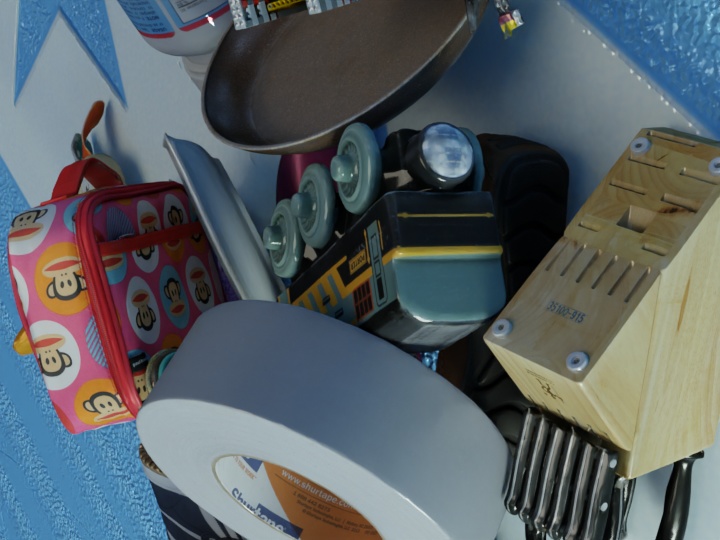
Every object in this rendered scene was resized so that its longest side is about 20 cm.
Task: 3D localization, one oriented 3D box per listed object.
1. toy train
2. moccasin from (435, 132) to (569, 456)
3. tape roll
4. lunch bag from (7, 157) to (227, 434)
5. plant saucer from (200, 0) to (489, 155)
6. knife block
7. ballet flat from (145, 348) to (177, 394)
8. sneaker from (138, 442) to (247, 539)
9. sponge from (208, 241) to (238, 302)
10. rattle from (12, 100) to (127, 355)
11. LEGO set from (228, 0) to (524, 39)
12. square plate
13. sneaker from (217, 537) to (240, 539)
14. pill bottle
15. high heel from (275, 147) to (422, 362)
[{"bbox_3d":[0.008,-0.003,0.639,0.200,0.085,0.114,141,126,-60],"label":"toy train"},{"bbox_3d":[0.069,0.024,0.674,0.078,0.074,0.202,-151,56,-62],"label":"moccasin"},{"bbox_3d":[-0.019,0.103,0.646,0.200,0.066,0.200,23,151,14],"label":"tape roll"},{"bbox_3d":[-0.163,0.008,0.825,0.082,0.200,0.176,-15,94,14],"label":"lunch bag"},{"bbox_3d":[-0.004,-0.137,0.681,0.200,0.032,0.200,-23,41,22],"label":"plant saucer"},{"bbox_3d":[0.145,0.054,0.603,0.064,0.176,0.200,25,72,46],"label":"knife block"},{"bbox_3d":[-0.068,0.120,0.786,0.071,0.200,0.071,-42,28,30],"label":"ballet flat"},{"bbox_3d":[-0.080,0.196,0.906,0.200,0.070,0.109,21,133,31],"label":"sneaker"},{"bbox_3d":[-0.134,0.035,0.970,0.111,0.030,0.200,14,107,49],"label":"sponge"},{"bbox_3d":[-0.259,-0.039,1.032,0.130,0.143,0.200,-20,87,71],"label":"rattle"},{"bbox_3d":[0.001,-0.191,0.570,0.200,0.116,0.154,8,116,36],"label":"LEGO set"},{"bbox_3d":[-0.075,-0.001,0.792,0.200,0.028,0.198,64,174,-8],"label":"square plate"},{"bbox_3d":[-0.105,0.251,0.859,0.200,0.072,0.083,-35,26,55],"label":"sneaker"},{"bbox_3d":[-0.117,-0.212,0.767,0.109,0.109,0.200,27,156,46],"label":"pill bottle"},{"bbox_3d":[0.000,0.000,0.751,0.096,0.067,0.200,18,117,60],"label":"high heel"}]
